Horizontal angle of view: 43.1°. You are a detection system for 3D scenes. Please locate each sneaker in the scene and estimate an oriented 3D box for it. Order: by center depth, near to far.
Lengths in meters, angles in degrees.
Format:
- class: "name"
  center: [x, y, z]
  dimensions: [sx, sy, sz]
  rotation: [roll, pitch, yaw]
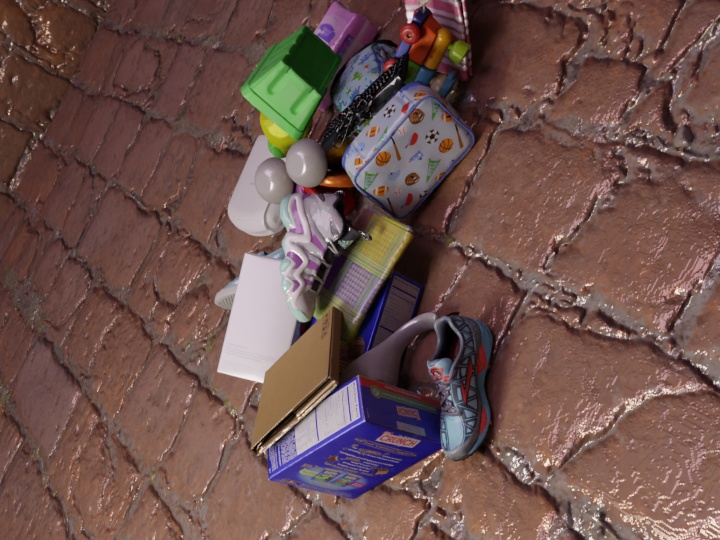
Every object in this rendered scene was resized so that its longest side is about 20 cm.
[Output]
- class: "sneaker"
  center: [0.120, 0.153, 1.225]
  dimensions: [0.079, 0.095, 0.202]
  rotation: [-21, 53, 43]
- class: "sneaker"
  center: [-0.049, -0.028, 1.389]
  dimensions: [0.138, 0.078, 0.202]
  rotation: [-7, 80, 16]
- class: "sneaker"
  center: [-0.184, 0.012, 1.664]
  dimensions: [0.199, 0.074, 0.083]
  rotation: [-21, 51, 29]

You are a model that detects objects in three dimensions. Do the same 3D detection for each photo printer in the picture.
- class: "photo printer"
  center: [-0.183, -0.166, 1.808]
  dimensions: [0.166, 0.069, 0.202]
  rotation: [17, 82, 53]

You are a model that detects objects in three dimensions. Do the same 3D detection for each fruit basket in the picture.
- class: "fruit basket"
  center: [-0.134, -0.304, 1.628]
  dimensions: [0.216, 0.155, 0.216]
  rotation: [-47, 15, 17]

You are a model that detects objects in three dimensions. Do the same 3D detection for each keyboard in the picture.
- class: "keyboard"
  center: [-0.002, -0.270, 1.453]
  dimensions: [0.200, 0.039, 0.105]
  rotation: [-39, 29, 36]

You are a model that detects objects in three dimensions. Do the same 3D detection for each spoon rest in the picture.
- class: "spoon rest"
  center: [0.042, 0.140, 1.331]
  dimensions: [0.200, 0.100, 0.061]
  rotation: [-45, 27, -7]

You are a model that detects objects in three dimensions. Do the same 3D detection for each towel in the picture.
- class: "towel"
  center: [0.000, 0.000, 1.404]
  dimensions: [0.143, 0.023, 0.201]
  rotation: [31, 91, 53]
- class: "towel"
  center: [0.122, -0.421, 1.508]
  dimensions: [0.030, 0.202, 0.146]
  rotation: [-29, 35, -26]

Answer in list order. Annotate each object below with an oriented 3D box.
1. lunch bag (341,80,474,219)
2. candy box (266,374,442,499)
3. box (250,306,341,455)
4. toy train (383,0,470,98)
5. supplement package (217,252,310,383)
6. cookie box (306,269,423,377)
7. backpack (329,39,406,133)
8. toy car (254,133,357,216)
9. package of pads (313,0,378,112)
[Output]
- class: "lunch bag"
  center: [0.075, -0.183, 1.434]
  dimensions: [0.200, 0.160, 0.076]
  rotation: [-46, 42, 12]
- class: "candy box"
  center: [-0.007, 0.236, 1.269]
  dimensions: [0.199, 0.168, 0.078]
  rotation: [-35, 48, 32]
- class: "box"
  center: [-0.090, 0.154, 1.309]
  dimensions: [0.163, 0.021, 0.200]
  rotation: [-45, 18, 19]
- class: "toy train"
  center: [0.126, -0.372, 1.451]
  dimensions: [0.201, 0.115, 0.085]
  rotation: [-60, 0, 42]
- class: "supplement package"
  center: [-0.141, 0.085, 1.508]
  dimensions: [0.118, 0.121, 0.202]
  rotation: [11, 85, 17]
- class: "cookie box"
  center: [-0.008, 0.100, 1.430]
  dimensions: [0.170, 0.075, 0.202]
  rotation: [2, 69, 51]
- class: "backpack"
  center: [0.027, -0.304, 1.593]
  dimensions: [0.163, 0.153, 0.201]
  rotation: [-43, 52, 19]
- class: "toy car"
  center: [-0.075, -0.152, 1.621]
  dimensions: [0.199, 0.174, 0.151]
  rotation: [-22, 89, 41]
- class: "package of pads"
  center: [-0.060, -0.427, 1.811]
  dimensions: [0.201, 0.075, 0.121]
  rotation: [-56, 34, 11]
